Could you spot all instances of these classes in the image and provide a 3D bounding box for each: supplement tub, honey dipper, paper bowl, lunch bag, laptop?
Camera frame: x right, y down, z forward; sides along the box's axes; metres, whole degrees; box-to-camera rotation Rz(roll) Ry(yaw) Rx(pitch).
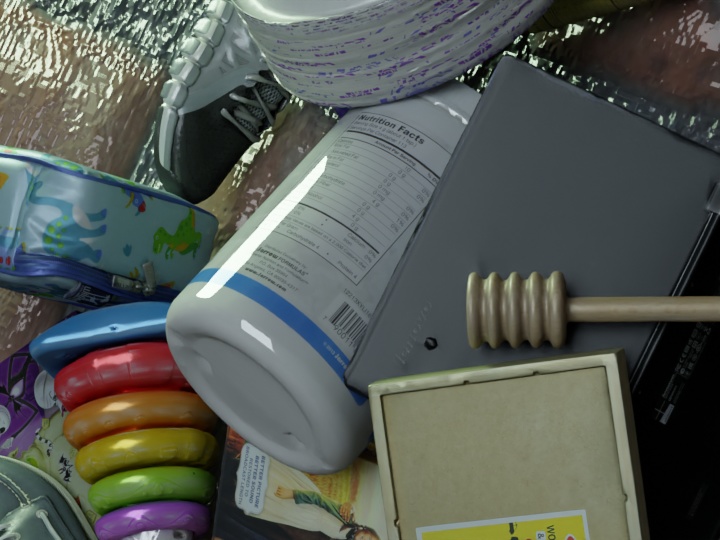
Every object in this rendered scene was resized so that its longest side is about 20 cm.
[{"bbox_3d":[0.000,0.000,1.002,0.131,0.132,0.200,25,60,32],"label":"supplement tub"},{"bbox_3d":[0.150,0.017,0.868,0.198,0.038,0.038,-2,74,8],"label":"honey dipper"},{"bbox_3d":[0.017,-0.195,1.024,0.199,0.105,0.201,-21,36,16],"label":"paper bowl"},{"bbox_3d":[-0.198,-0.025,1.144,0.199,0.160,0.083,10,86,32],"label":"lunch bag"},{"bbox_3d":[0.129,0.024,0.944,0.116,0.199,0.188,26,89,46],"label":"laptop"}]

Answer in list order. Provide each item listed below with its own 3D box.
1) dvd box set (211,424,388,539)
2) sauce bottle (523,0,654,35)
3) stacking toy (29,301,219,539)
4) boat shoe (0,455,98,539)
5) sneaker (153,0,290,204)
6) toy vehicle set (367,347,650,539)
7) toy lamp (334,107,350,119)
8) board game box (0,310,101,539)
[{"bbox_3d":[0.001,0.172,1.024,0.199,0.029,0.148,19,107,31],"label":"dvd box set"},{"bbox_3d":[0.100,-0.173,1.077,0.199,0.066,0.067,-10,71,25],"label":"sauce bottle"},{"bbox_3d":[-0.124,0.129,1.082,0.115,0.110,0.202,-10,71,4],"label":"stacking toy"},{"bbox_3d":[-0.203,0.175,1.114,0.200,0.062,0.073,39,97,31],"label":"boat shoe"},{"bbox_3d":[-0.049,-0.127,1.142,0.115,0.075,0.201,18,84,29],"label":"sneaker"},{"bbox_3d":[0.078,0.145,0.878,0.123,0.026,0.202,-7,91,16],"label":"toy vehicle set"},{"bbox_3d":[-0.019,-0.011,1.102,0.058,0.058,0.202,14,82,31],"label":"toy lamp"},{"bbox_3d":[-0.189,0.140,1.169,0.120,0.032,0.201,-36,62,20],"label":"board game box"}]
